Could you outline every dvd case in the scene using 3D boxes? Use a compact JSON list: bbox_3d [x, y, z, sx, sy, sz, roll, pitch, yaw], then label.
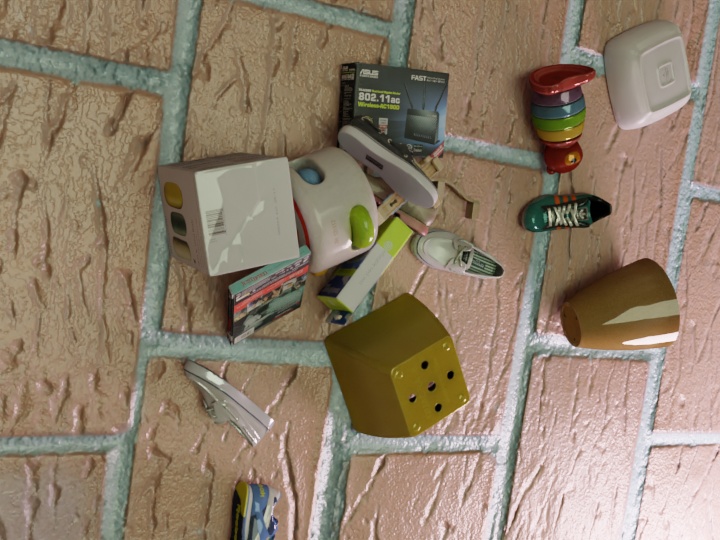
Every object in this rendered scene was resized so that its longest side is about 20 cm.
[{"bbox_3d":[-0.152,0.044,1.448,0.144,0.201,0.022,-30,70,-21],"label":"dvd case"}]

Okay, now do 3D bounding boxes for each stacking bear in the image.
[{"bbox_3d":[0.388,-0.285,1.727,0.119,0.114,0.203,-20,119,-15],"label":"stacking bear"}]

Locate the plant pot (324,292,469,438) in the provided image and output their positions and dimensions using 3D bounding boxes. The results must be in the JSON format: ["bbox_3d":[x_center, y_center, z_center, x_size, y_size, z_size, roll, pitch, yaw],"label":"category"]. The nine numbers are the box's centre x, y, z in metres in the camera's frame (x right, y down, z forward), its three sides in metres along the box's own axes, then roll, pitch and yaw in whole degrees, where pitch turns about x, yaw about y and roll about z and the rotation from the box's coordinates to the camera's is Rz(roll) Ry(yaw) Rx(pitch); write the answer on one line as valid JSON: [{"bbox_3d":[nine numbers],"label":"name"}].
[{"bbox_3d":[0.083,0.185,1.596,0.198,0.176,0.203,-27,110,-23],"label":"plant pot"}]

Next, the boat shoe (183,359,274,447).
[{"bbox_3d":[-0.227,0.226,1.489,0.200,0.073,0.066,43,73,-26],"label":"boat shoe"}]

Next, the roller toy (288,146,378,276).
[{"bbox_3d":[-0.070,-0.096,1.462,0.138,0.200,0.185,-24,86,-23],"label":"roller toy"}]

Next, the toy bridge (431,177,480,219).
[{"bbox_3d":[0.142,-0.138,1.660,0.196,0.027,0.069,4,96,-28],"label":"toy bridge"}]

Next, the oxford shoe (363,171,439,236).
[{"bbox_3d":[0.050,-0.143,1.570,0.198,0.070,0.076,33,90,-16],"label":"oxford shoe"}]

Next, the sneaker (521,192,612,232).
[{"bbox_3d":[0.416,-0.118,1.783,0.197,0.080,0.073,-14,105,-26],"label":"sneaker"}]

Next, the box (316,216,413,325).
[{"bbox_3d":[0.000,0.000,1.549,0.048,0.122,0.201,40,78,-14],"label":"box"}]

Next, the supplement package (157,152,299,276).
[{"bbox_3d":[-0.207,-0.093,1.374,0.148,0.199,0.155,-13,104,-26],"label":"supplement package"}]

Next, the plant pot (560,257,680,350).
[{"bbox_3d":[0.521,0.089,1.836,0.196,0.186,0.190,-13,105,-13],"label":"plant pot"}]

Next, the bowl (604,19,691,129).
[{"bbox_3d":[0.609,-0.406,1.849,0.197,0.074,0.203,-25,111,-23],"label":"bowl"}]

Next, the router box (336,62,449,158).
[{"bbox_3d":[0.058,-0.279,1.569,0.196,0.062,0.153,-1,98,-28],"label":"router box"}]

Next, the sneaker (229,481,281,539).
[{"bbox_3d":[-0.183,0.470,1.556,0.081,0.074,0.204,5,97,-31],"label":"sneaker"}]

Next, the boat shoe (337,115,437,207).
[{"bbox_3d":[0.055,-0.186,1.478,0.198,0.070,0.067,35,62,7],"label":"boat shoe"}]

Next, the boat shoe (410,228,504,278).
[{"bbox_3d":[0.190,-0.031,1.681,0.197,0.066,0.075,12,92,-30],"label":"boat shoe"}]

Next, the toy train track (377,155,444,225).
[{"bbox_3d":[0.085,-0.140,1.519,0.200,0.032,0.115,-43,99,-35],"label":"toy train track"}]
